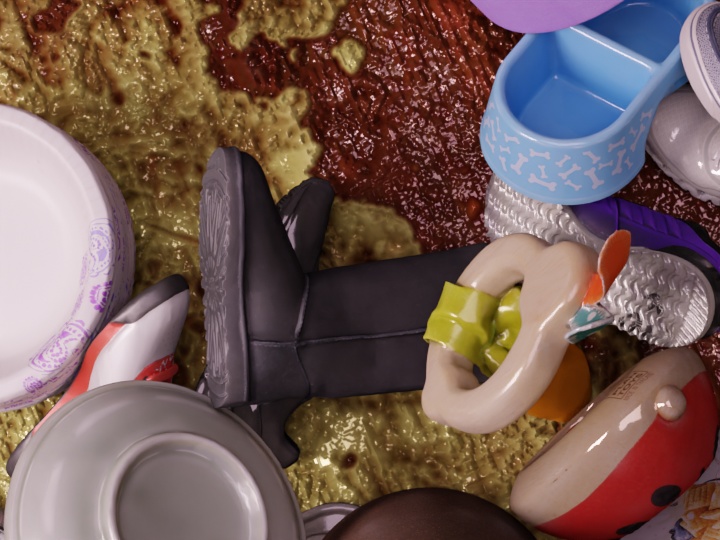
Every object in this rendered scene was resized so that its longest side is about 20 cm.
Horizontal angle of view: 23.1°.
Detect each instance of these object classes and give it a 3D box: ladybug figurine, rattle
[{"bbox_3d":[0.160,0.113,1.068,0.136,0.200,0.072,-41,83,-19],"label":"ladybug figurine"},{"bbox_3d":[0.135,0.047,1.048,0.143,0.199,0.131,41,50,-17],"label":"rattle"}]

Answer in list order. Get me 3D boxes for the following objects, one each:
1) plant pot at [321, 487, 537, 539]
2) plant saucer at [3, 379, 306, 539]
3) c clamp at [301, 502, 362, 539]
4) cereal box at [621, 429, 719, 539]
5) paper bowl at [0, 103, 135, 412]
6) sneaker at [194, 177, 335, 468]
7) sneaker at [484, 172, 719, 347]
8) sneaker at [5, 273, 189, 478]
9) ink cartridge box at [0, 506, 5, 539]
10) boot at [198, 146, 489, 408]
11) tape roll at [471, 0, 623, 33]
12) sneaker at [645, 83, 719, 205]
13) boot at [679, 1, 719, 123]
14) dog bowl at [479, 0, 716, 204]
[{"bbox_3d":[0.045,0.222,1.054,0.185,0.200,0.189,0,81,0],"label":"plant pot"},{"bbox_3d":[-0.112,0.154,1.054,0.198,0.050,0.202,15,59,-26],"label":"plant saucer"},{"bbox_3d":[-0.030,0.262,1.161,0.169,0.027,0.202,-18,81,6],"label":"c clamp"},{"bbox_3d":[0.250,0.150,1.081,0.200,0.144,0.040,-41,120,1],"label":"cereal box"},{"bbox_3d":[-0.249,-0.006,1.188,0.198,0.104,0.203,-1,82,9],"label":"paper bowl"},{"bbox_3d":[-0.048,0.038,1.177,0.090,0.076,0.202,20,94,2],"label":"sneaker"},{"bbox_3d":[0.171,-0.013,1.144,0.200,0.099,0.070,34,123,37],"label":"sneaker"},{"bbox_3d":[-0.144,0.104,1.154,0.108,0.067,0.202,46,116,12],"label":"sneaker"},{"bbox_3d":[-0.229,0.241,1.127,0.199,0.083,0.148,21,85,38],"label":"ink cartridge box"},{"bbox_3d":[0.000,0.001,1.122,0.198,0.066,0.167,-3,100,-20],"label":"boot"},{"bbox_3d":[0.133,-0.252,1.121,0.199,0.066,0.202,-27,45,29],"label":"tape roll"},{"bbox_3d":[0.269,-0.062,1.130,0.199,0.081,0.076,32,90,12],"label":"sneaker"},{"bbox_3d":[0.272,-0.097,1.049,0.072,0.091,0.201,-30,74,-21],"label":"boot"},{"bbox_3d":[0.157,-0.133,1.131,0.111,0.050,0.200,31,65,23],"label":"dog bowl"}]
